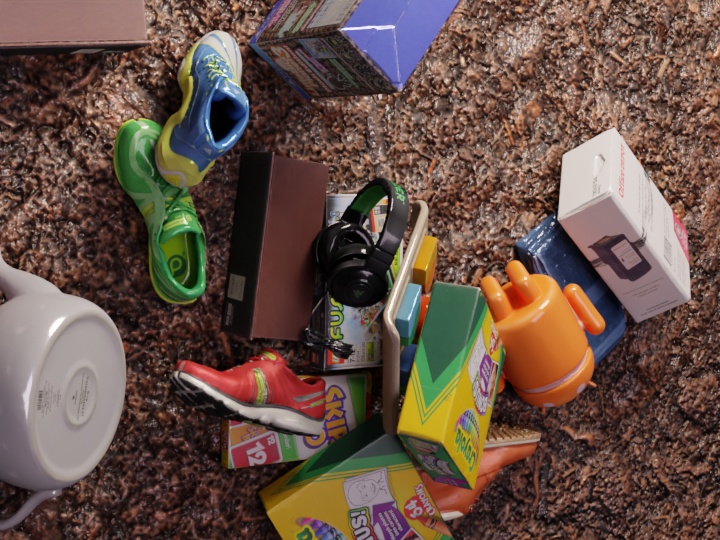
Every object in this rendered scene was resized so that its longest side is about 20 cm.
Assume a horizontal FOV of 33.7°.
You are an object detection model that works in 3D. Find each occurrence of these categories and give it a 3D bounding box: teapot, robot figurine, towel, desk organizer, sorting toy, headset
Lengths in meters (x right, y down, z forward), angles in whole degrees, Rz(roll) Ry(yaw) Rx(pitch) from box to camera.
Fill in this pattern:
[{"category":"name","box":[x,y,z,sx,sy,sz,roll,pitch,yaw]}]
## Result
[{"category":"teapot","box":[-0.328,0.115,1.144,0.199,0.144,0.201,76,27,-42]},{"category":"robot figurine","box":[0.223,0.087,1.497,0.144,0.116,0.201,-45,116,-31]},{"category":"towel","box":[0.285,0.024,1.571,0.111,0.048,0.202,-38,113,-24]},{"category":"desk organizer","box":[-0.311,-0.252,1.151,0.198,0.071,0.078,-8,97,-31]},{"category":"sorting toy","box":[0.057,0.053,1.326,0.187,0.036,0.202,88,13,-46]},{"category":"desk organizer","box":[-0.094,-0.025,1.317,0.076,0.071,0.203,7,91,-34]},{"category":"headset","box":[0.000,0.000,1.282,0.093,0.124,0.201,26,105,-24]}]

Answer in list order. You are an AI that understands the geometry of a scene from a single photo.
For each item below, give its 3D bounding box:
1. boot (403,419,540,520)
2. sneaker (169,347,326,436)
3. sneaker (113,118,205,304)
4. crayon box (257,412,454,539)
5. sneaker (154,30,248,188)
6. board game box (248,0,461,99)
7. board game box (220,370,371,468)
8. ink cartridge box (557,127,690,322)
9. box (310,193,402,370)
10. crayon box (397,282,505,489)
[{"category":"boot","box":[0.139,0.250,1.491,0.197,0.075,0.109,-11,103,-22]},{"category":"sneaker","box":[-0.120,0.123,1.295,0.198,0.076,0.086,22,72,-37]},{"category":"sneaker","box":[-0.197,-0.062,1.240,0.073,0.083,0.203,-23,106,-27]},{"category":"crayon box","box":[0.002,0.298,1.386,0.171,0.058,0.202,-32,112,-10]},{"category":"sneaker","box":[-0.141,-0.178,1.223,0.075,0.104,0.202,33,53,-32]},{"category":"board game box","box":[-0.002,-0.277,1.274,0.097,0.199,0.160,41,74,-28]},{"category":"board game box","box":[-0.067,0.170,1.378,0.198,0.030,0.097,-2,96,-34]},{"category":"ink cartridge box","box":[0.343,-0.059,1.542,0.200,0.084,0.146,48,34,-26]},{"category":"box","box":[-0.004,0.012,1.397,0.109,0.035,0.203,-3,96,-32]},{"category":"crayon box","box":[0.107,0.134,1.340,0.200,0.057,0.175,57,44,-62]}]
